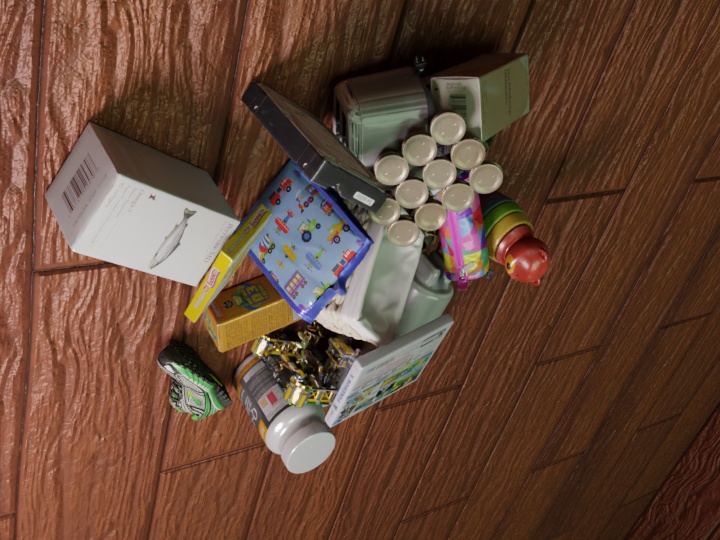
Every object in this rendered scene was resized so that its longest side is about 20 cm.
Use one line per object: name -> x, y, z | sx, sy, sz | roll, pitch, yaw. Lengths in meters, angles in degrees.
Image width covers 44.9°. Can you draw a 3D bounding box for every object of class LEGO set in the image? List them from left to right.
LEGO set -> -0.082, 0.128, 1.433 | 0.151, 0.200, 0.118 | 15, 111, -33

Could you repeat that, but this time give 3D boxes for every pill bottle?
pill bottle -> -0.129, 0.236, 1.484 | 0.114, 0.201, 0.118 | -22, 139, -21

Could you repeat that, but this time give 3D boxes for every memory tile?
memory tile -> 0.091, -0.125, 1.226 | 0.198, 0.017, 0.153 | -33, 124, 22

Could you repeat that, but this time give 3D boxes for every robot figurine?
robot figurine -> 0.093, 0.060, 1.572 | 0.167, 0.113, 0.202 | 4, 125, -40

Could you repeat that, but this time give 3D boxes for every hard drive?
hard drive -> -0.060, -0.164, 1.144 | 0.038, 0.200, 0.139 | -51, 141, 13

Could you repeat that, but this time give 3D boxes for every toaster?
toaster -> 0.032, -0.202, 1.246 | 0.126, 0.115, 0.203 | -11, 137, -13

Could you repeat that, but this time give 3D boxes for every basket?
basket -> 0.000, 0.000, 1.359 | 0.135, 0.121, 0.204 | 42, 62, -54

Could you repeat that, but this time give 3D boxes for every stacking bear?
stacking bear -> 0.253, -0.059, 1.521 | 0.112, 0.201, 0.123 | -13, 136, -30

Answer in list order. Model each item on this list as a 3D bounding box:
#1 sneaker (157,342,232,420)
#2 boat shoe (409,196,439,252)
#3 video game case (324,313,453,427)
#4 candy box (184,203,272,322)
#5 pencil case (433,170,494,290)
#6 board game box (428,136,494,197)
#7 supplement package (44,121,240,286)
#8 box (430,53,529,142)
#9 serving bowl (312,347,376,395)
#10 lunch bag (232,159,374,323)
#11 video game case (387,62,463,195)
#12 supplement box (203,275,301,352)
sneaker -> -0.277, 0.190, 1.409 | 0.084, 0.078, 0.201 | -34, 143, -6
boat shoe -> 0.097, -0.060, 1.501 | 0.198, 0.060, 0.072 | -36, 142, -6
video game case -> 0.045, 0.160, 1.399 | 0.197, 0.022, 0.184 | -24, 154, -35
candy box -> -0.189, -0.007, 1.229 | 0.103, 0.026, 0.200 | -52, -177, -37
pencil case -> 0.167, -0.075, 1.451 | 0.087, 0.088, 0.204 | -24, 119, -19
board game box -> 0.159, -0.177, 1.320 | 0.104, 0.024, 0.200 | -37, -172, 26
supplement package -> -0.274, -0.079, 1.109 | 0.198, 0.118, 0.118 | 20, 114, -50
box -> 0.179, -0.256, 1.277 | 0.199, 0.076, 0.097 | -38, 127, -52
serving bowl -> -0.007, 0.184, 1.566 | 0.196, 0.067, 0.200 | -19, 169, -4
lunch bag -> -0.074, -0.037, 1.257 | 0.151, 0.201, 0.093 | -48, 142, 13
video game case -> 0.105, -0.218, 1.385 | 0.141, 0.018, 0.203 | -24, 140, -21
supplement box -> -0.150, 0.054, 1.393 | 0.197, 0.067, 0.070 | -24, 140, -22
